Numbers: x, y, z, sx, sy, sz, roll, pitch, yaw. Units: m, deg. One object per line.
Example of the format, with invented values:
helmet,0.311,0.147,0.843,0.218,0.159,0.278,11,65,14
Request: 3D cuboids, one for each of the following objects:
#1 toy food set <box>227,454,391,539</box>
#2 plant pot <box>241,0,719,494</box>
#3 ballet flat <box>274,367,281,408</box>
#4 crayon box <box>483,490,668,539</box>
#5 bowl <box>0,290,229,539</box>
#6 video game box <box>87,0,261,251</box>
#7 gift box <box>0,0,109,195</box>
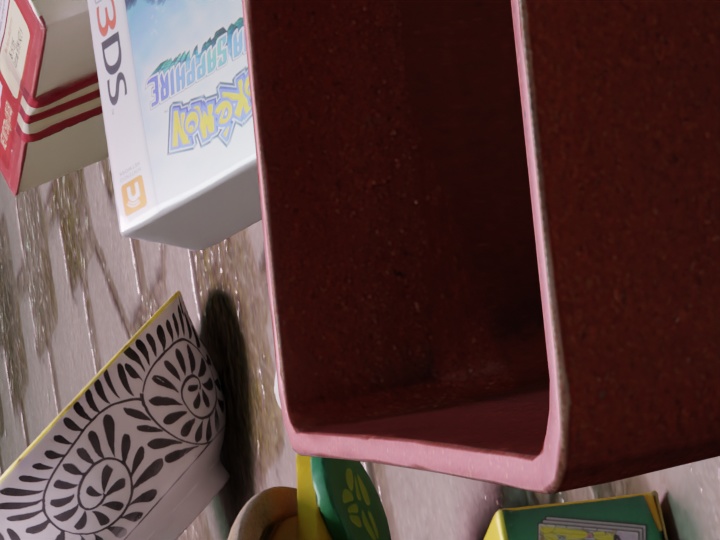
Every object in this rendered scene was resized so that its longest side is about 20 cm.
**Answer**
toy food set,0.005,0.168,1.083,0.198,0.049,0.200,54,-158,-36
plant pot,0.081,-0.075,0.499,0.200,0.176,0.200,171,93,-78
ballet flat,0.000,0.000,1.183,0.200,0.069,0.070,91,167,-44
crayon box,0.071,0.198,0.927,0.173,0.058,0.200,107,156,-57
bowl,-0.136,0.116,1.658,0.094,0.201,0.201,43,165,-1
video game box,-0.018,-0.125,1.002,0.200,0.047,0.183,-27,67,40
gift box,-0.079,-0.144,1.195,0.200,0.186,0.185,62,161,10
